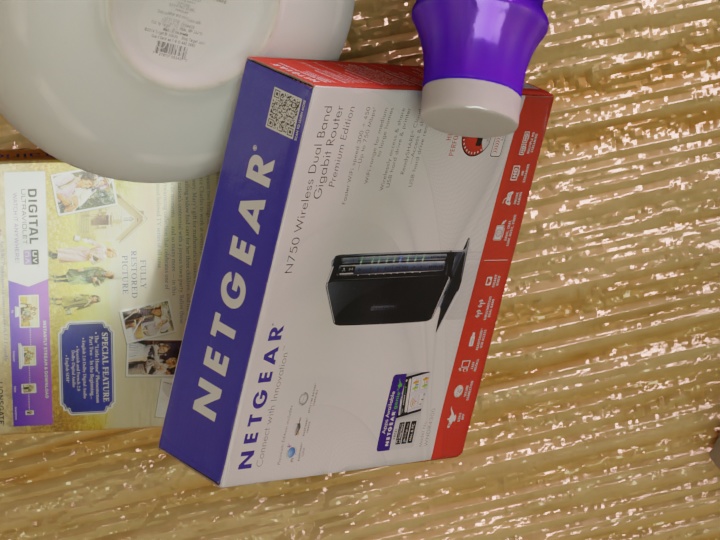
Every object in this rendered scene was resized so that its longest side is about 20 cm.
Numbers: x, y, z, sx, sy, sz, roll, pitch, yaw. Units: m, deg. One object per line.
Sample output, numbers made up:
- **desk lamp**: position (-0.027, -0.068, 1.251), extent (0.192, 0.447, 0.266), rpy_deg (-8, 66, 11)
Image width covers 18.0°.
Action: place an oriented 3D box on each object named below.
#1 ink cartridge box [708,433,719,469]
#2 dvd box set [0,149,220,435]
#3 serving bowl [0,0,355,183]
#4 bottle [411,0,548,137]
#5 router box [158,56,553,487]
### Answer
- **ink cartridge box**: position (0.299, 0.054, 1.222), extent (0.144, 0.083, 0.201), rpy_deg (22, 102, -16)
- **dvd box set**: position (-0.114, 0.009, 1.157), extent (0.198, 0.029, 0.147), rpy_deg (-3, 107, -9)
- **serving bowl**: position (-0.087, -0.132, 1.063), extent (0.199, 0.066, 0.202), rpy_deg (-7, 110, -20)
- **bottle**: position (0.062, -0.165, 1.070), extent (0.065, 0.084, 0.201), rpy_deg (4, 77, 12)
- **router box**: position (0.000, 0.000, 1.119), extent (0.179, 0.049, 0.201), rpy_deg (-3, 112, -47)
